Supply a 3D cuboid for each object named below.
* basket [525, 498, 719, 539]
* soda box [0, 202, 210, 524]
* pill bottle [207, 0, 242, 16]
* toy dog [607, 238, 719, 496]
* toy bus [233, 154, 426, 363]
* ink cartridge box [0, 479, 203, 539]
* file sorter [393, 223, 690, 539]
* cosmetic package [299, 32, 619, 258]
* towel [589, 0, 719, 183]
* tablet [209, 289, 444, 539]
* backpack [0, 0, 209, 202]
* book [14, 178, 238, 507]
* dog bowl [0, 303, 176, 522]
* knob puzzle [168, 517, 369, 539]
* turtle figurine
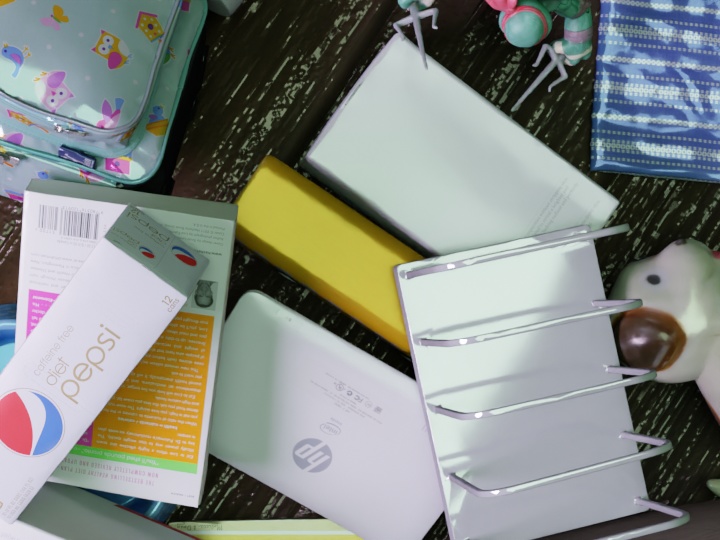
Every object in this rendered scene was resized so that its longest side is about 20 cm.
[{"bbox_3d":[0.166,0.235,1.081,0.200,0.180,0.136,-7,81,5],"label":"basket"},{"bbox_3d":[-0.179,0.058,0.963,0.064,0.068,0.200,36,110,-7],"label":"soda box"},{"bbox_3d":[-0.067,-0.283,1.085,0.110,0.110,0.200,37,85,-4],"label":"pill bottle"},{"bbox_3d":[0.268,0.054,1.115,0.200,0.140,0.194,31,122,-6],"label":"toy dog"},{"bbox_3d":[0.000,0.000,1.101,0.200,0.078,0.065,34,86,-4],"label":"toy bus"},{"bbox_3d":[-0.201,0.257,1.044,0.145,0.083,0.200,23,104,-4],"label":"ink cartridge box"},{"bbox_3d":[0.118,0.079,1.008,0.139,0.125,0.200,-12,91,-9],"label":"file sorter"},{"bbox_3d":[0.067,-0.062,1.110,0.200,0.081,0.113,38,85,-3],"label":"cosmetic package"},{"bbox_3d":[0.247,-0.167,1.159,0.145,0.024,0.200,5,88,-5],"label":"towel"},{"bbox_3d":[-0.022,0.110,1.080,0.200,0.014,0.130,30,114,-6],"label":"tablet"},{"bbox_3d":[-0.213,-0.136,1.039,0.200,0.153,0.176,13,66,1],"label":"backpack"},{"bbox_3d":[-0.157,0.047,1.013,0.133,0.048,0.200,8,111,-2],"label":"book"},{"bbox_3d":[-0.209,0.110,1.091,0.200,0.050,0.111,44,85,-4],"label":"dog bowl"},{"bbox_3d":[-0.051,0.278,1.113,0.219,0.030,0.220,0,89,-7],"label":"knob puzzle"},{"bbox_3d":[0.111,-0.200,1.079,0.150,0.101,0.200,28,50,-19],"label":"turtle figurine"}]
